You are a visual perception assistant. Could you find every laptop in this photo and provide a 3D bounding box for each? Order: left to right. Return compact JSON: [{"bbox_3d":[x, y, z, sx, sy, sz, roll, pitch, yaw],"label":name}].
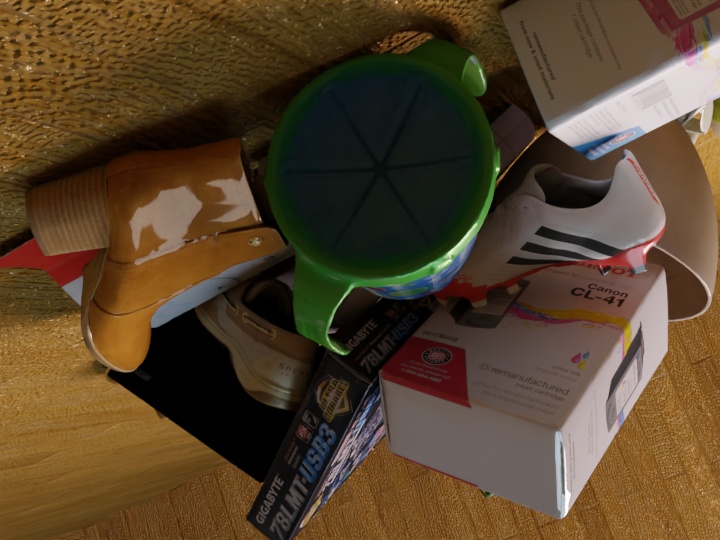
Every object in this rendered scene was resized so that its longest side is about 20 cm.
[{"bbox_3d":[-0.102,0.102,0.934,0.104,0.176,0.200,-59,165,0],"label":"laptop"}]

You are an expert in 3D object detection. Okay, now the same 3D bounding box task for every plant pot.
[{"bbox_3d":[0.211,-0.061,0.835,0.197,0.137,0.201,21,164,6],"label":"plant pot"}]

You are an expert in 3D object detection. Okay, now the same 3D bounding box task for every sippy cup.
[{"bbox_3d":[0.021,-0.043,0.619,0.176,0.141,0.130,-28,161,2],"label":"sippy cup"}]

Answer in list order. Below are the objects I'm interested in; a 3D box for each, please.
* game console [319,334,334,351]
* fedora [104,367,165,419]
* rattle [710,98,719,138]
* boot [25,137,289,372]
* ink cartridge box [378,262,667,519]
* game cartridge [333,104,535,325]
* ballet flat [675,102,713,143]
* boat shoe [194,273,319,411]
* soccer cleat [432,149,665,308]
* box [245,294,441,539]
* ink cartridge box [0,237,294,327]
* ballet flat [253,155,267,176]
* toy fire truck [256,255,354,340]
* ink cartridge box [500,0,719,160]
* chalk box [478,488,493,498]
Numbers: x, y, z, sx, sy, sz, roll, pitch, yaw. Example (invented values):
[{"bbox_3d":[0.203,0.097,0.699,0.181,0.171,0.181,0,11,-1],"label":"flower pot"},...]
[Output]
[{"bbox_3d":[0.005,0.059,1.129,0.198,0.121,0.169,-3,165,42],"label":"game console"},{"bbox_3d":[-0.187,0.114,1.115,0.197,0.083,0.201,-22,169,-5],"label":"fedora"},{"bbox_3d":[0.410,-0.147,0.886,0.198,0.142,0.132,3,113,-46],"label":"rattle"},{"bbox_3d":[-0.115,-0.002,0.642,0.141,0.072,0.202,-9,147,0],"label":"boot"},{"bbox_3d":[0.126,0.068,0.741,0.145,0.087,0.200,12,-140,33],"label":"ink cartridge box"},{"bbox_3d":[0.056,-0.043,0.790,0.200,0.040,0.134,-44,173,-21],"label":"game cartridge"},{"bbox_3d":[0.276,-0.129,0.890,0.063,0.068,0.200,22,172,11],"label":"ballet flat"},{"bbox_3d":[-0.082,0.039,0.825,0.073,0.200,0.067,19,106,-36],"label":"boat shoe"},{"bbox_3d":[0.117,-0.031,0.713,0.197,0.086,0.069,-11,-154,32],"label":"soccer cleat"},{"bbox_3d":[0.001,0.104,0.829,0.198,0.049,0.202,-38,157,-52],"label":"box"},{"bbox_3d":[-0.144,-0.011,0.723,0.158,0.048,0.200,-26,169,16],"label":"ink cartridge box"},{"bbox_3d":[-0.015,-0.048,0.746,0.068,0.071,0.200,-24,165,13],"label":"ballet flat"},{"bbox_3d":[0.000,0.000,0.930,0.198,0.114,0.167,-30,147,30],"label":"toy fire truck"},{"bbox_3d":[0.206,-0.157,0.618,0.197,0.086,0.144,-25,169,21],"label":"ink cartridge box"},{"bbox_3d":[0.172,0.099,0.924,0.197,0.125,0.125,-11,139,-37],"label":"chalk box"}]
